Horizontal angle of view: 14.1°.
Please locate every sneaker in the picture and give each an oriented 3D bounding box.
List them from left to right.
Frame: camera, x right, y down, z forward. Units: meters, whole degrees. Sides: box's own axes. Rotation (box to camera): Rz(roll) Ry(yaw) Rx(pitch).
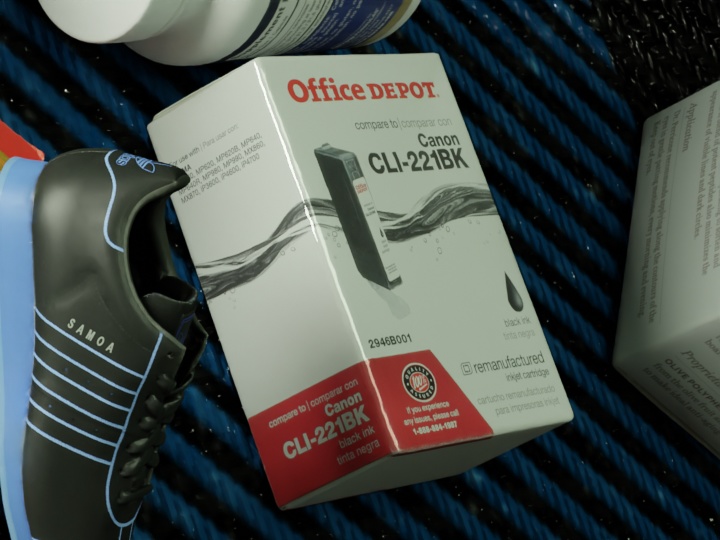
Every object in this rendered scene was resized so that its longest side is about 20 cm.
[{"bbox_3d":[-0.102,0.050,1.186,0.070,0.078,0.200,-39,127,-71],"label":"sneaker"}]

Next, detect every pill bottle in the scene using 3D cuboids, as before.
[{"bbox_3d":[-0.063,-0.156,1.395,0.200,0.111,0.111,-11,76,-52],"label":"pill bottle"}]

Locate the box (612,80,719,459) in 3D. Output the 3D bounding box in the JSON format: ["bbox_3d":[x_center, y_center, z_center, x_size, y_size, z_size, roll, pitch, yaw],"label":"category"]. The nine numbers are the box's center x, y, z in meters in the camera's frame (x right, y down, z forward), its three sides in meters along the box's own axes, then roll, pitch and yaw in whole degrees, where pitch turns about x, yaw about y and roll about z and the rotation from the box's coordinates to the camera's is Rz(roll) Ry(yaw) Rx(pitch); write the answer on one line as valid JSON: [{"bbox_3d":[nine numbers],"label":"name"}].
[{"bbox_3d":[0.274,0.003,1.641,0.200,0.171,0.199,39,42,-27],"label":"box"}]

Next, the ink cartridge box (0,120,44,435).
[{"bbox_3d":[-0.200,-0.030,1.207,0.161,0.050,0.200,40,44,-27],"label":"ink cartridge box"}]

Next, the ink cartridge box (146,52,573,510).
[{"bbox_3d":[0.000,0.000,1.392,0.144,0.084,0.200,-7,72,-51],"label":"ink cartridge box"}]
